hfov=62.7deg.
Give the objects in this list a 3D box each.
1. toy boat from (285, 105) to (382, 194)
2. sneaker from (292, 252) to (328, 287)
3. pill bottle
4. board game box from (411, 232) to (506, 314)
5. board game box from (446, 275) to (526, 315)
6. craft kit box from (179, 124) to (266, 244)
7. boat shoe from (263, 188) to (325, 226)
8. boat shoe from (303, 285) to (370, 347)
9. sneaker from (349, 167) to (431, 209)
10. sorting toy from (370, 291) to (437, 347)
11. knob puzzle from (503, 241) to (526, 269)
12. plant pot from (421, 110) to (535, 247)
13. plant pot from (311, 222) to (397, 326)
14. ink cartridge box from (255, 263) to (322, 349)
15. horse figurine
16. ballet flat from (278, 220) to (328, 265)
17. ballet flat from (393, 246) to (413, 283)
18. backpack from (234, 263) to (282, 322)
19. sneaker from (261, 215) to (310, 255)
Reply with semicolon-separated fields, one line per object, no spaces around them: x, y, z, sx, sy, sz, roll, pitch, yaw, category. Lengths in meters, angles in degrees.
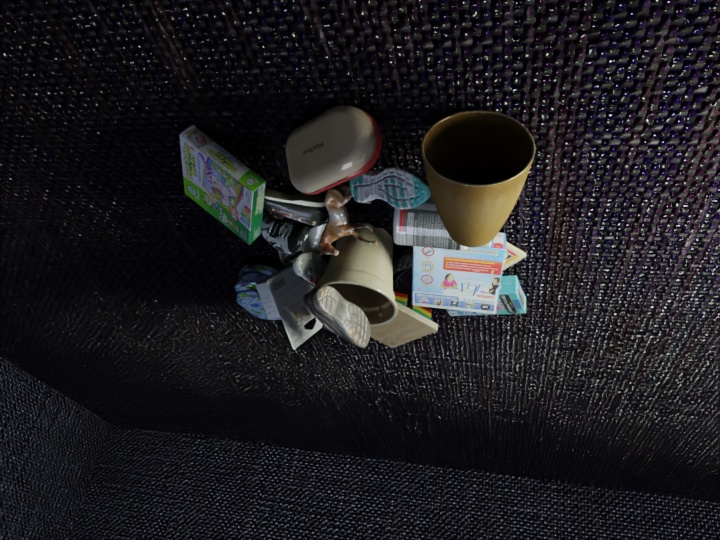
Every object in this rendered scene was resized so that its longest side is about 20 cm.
-0.038;-0.220;1.108;0.198;0.133;0.130;-16;170;38;toy boat
-0.115;0.010;1.422;0.081;0.078;0.199;-7;165;28;sneaker
0.171;-0.102;1.207;0.197;0.115;0.114;6;149;10;pill bottle
0.216;0.001;1.323;0.197;0.056;0.198;6;133;10;board game box
0.302;0.066;1.475;0.197;0.048;0.151;-4;156;24;board game box
-0.289;-0.175;1.239;0.197;0.049;0.201;40;150;11;craft kit box
-0.176;-0.141;1.289;0.198;0.074;0.064;11;112;-2;boat shoe
-0.050;0.101;1.306;0.073;0.075;0.200;-4;138;42;boat shoe
0.069;-0.167;1.129;0.199;0.090;0.079;19;120;47;sneaker
0.082;0.124;1.645;0.197;0.070;0.199;29;145;-26;sorting toy
0.252;-0.033;1.373;0.216;0.031;0.221;9;149;5;knob puzzle
0.200;-0.140;1.040;0.183;0.188;0.201;5;141;11;plant pot
0.000;0.000;1.361;0.197;0.186;0.201;9;150;5;plant pot
-0.158;0.078;1.455;0.043;0.200;0.176;-13;101;30;ink cartridge box
-0.032;-0.125;1.258;0.131;0.050;0.203;5;118;20;horse figurine
-0.127;-0.059;1.419;0.069;0.070;0.199;33;143;-32;ballet flat
0.094;0.004;1.445;0.066;0.057;0.200;-20;166;-35;ballet flat
-0.252;0.063;1.612;0.161;0.155;0.201;-1;135;32;backpack
-0.183;-0.087;1.351;0.088;0.075;0.199;38;163;-24;sneaker
